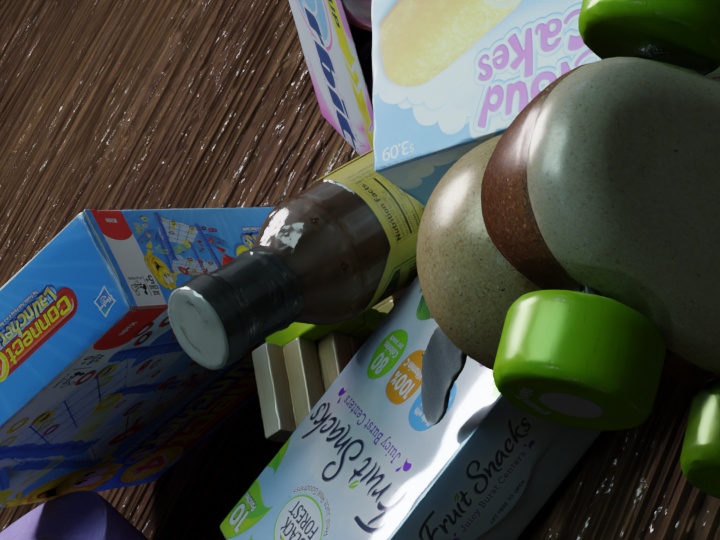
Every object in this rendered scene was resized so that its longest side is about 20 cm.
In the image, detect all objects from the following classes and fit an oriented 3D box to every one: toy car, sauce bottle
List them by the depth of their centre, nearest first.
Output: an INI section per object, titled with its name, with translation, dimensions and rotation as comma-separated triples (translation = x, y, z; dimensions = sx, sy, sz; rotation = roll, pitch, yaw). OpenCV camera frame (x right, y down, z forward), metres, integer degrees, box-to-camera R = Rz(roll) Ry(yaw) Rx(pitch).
[toy car]
translation = 0.085, -0.001, 0.837
dimensions = 0.200, 0.157, 0.165
rotation = -22, 48, 58
[sauce bottle]
translation = -0.002, -0.016, 1.026
dimensions = 0.200, 0.065, 0.065
rotation = -30, 7, -34

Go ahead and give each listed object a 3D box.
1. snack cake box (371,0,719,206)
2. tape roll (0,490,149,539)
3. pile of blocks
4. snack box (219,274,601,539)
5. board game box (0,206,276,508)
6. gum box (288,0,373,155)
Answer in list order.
[snack cake box]
translation = 0.103, -0.105, 0.943
dimensions = 0.199, 0.067, 0.115
rotation = -17, 60, 30
[tape roll]
translation = -0.177, 0.207, 1.128
dimensions = 0.200, 0.066, 0.200
rotation = -38, 19, 16
[pile of blocks]
translation = 0.000, 0.000, 1.091
dimensions = 0.062, 0.082, 0.200
rotation = -33, 31, 36
[snack box]
translation = 0.033, 0.070, 0.963
dimensions = 0.200, 0.053, 0.142
rotation = -52, 22, 2
[board game box]
translation = -0.122, 0.046, 1.140
dimensions = 0.200, 0.196, 0.056
rotation = -40, 69, 31
[gum box]
translation = 0.002, -0.155, 1.110
dimensions = 0.066, 0.201, 0.114
rotation = -22, 28, -10
